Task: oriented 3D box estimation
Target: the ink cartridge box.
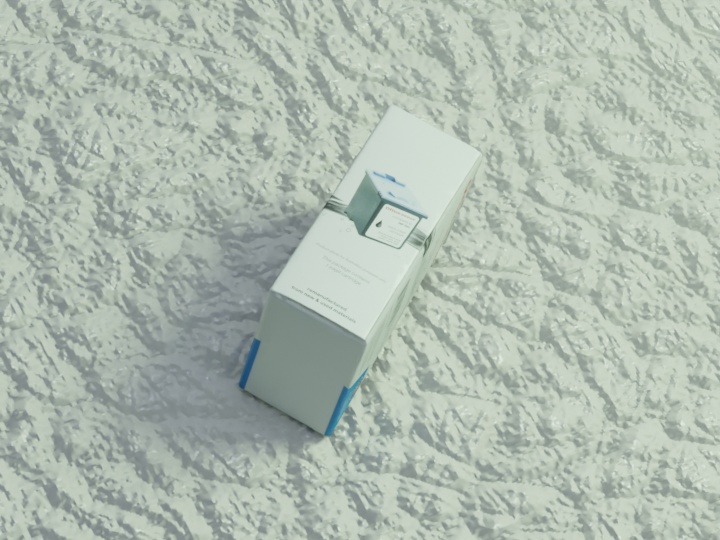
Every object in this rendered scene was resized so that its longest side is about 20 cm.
[{"bbox_3d":[0.000,0.000,1.863,0.086,0.147,0.200,27,56,4],"label":"ink cartridge box"}]
